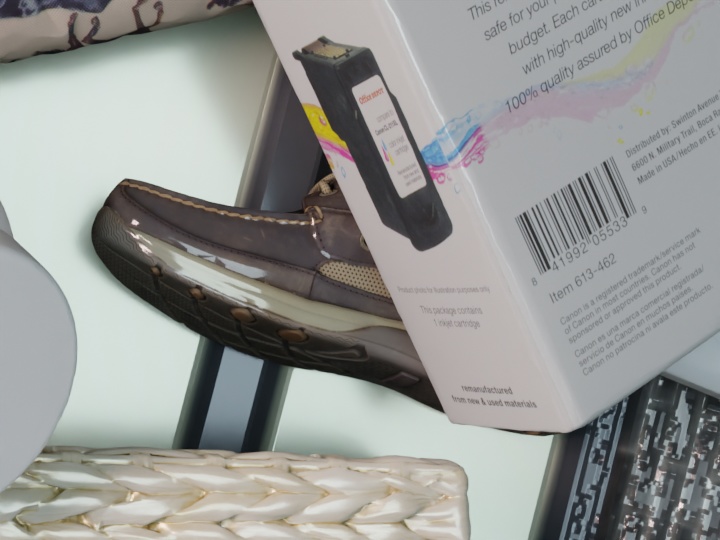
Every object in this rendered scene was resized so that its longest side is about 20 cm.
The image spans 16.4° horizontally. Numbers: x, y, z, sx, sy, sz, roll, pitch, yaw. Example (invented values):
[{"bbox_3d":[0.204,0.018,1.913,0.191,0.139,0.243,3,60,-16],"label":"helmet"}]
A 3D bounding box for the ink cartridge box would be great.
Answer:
[{"bbox_3d":[0.062,-0.069,0.840,0.145,0.083,0.201,-31,104,-26],"label":"ink cartridge box"}]

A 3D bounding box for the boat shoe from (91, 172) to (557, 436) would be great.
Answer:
[{"bbox_3d":[0.000,0.000,0.904,0.199,0.074,0.074,20,75,-18],"label":"boat shoe"}]

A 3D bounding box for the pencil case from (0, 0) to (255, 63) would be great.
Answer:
[{"bbox_3d":[-0.097,-0.121,0.879,0.199,0.090,0.078,-14,128,-10],"label":"pencil case"}]

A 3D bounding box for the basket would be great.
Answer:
[{"bbox_3d":[-0.062,0.124,0.854,0.198,0.136,0.124,3,84,-10],"label":"basket"}]

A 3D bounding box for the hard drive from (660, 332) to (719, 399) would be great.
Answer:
[{"bbox_3d":[0.208,0.007,0.920,0.199,0.026,0.133,22,85,14],"label":"hard drive"}]

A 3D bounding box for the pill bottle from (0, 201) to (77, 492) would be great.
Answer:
[{"bbox_3d":[-0.180,-0.007,0.790,0.116,0.200,0.117,-21,127,-30],"label":"pill bottle"}]
